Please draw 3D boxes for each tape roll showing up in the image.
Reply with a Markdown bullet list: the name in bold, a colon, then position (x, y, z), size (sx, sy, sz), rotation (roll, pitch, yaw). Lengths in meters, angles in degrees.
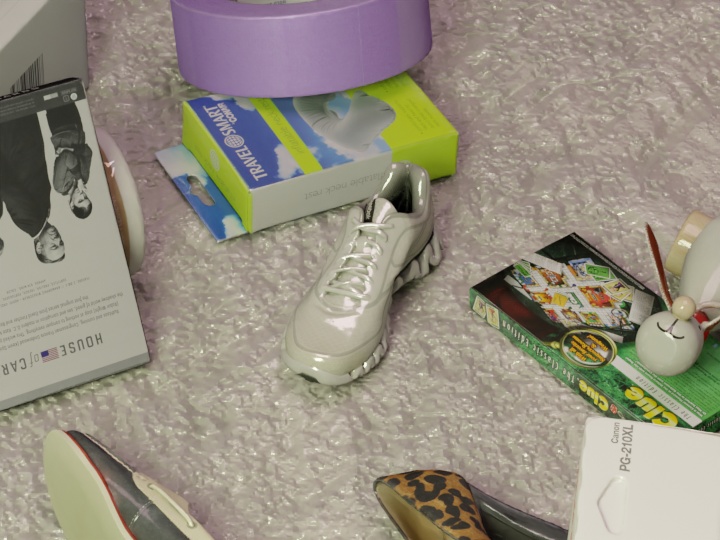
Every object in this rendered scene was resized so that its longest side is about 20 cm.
- **tape roll**: position (-0.046, -0.196, 1.932), size (0.199, 0.066, 0.200), rotation (-5, 22, 2)

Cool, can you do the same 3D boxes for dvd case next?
- **dvd case**: position (-0.232, -0.013, 1.667), size (0.150, 0.201, 0.025), rotation (-17, 13, -23)

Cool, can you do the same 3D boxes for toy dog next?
- **toy dog**: position (0.251, 0.000, 1.717), size (0.131, 0.097, 0.200), rotation (16, 27, -4)

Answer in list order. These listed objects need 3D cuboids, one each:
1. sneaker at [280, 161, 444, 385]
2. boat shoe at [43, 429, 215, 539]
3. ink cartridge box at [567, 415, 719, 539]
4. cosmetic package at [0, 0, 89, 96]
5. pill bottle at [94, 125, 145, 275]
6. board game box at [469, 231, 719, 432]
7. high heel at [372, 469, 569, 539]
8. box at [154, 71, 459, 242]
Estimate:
- **sneaker**: position (0.000, 0.000, 1.745), size (0.075, 0.081, 0.200), rotation (17, 44, 13)
- **boat shoe**: position (-0.129, 0.166, 1.551), size (0.062, 0.071, 0.200), rotation (-19, 47, -33)
- **ink cartridge box**: position (0.153, 0.205, 1.424), size (0.084, 0.201, 0.145), rotation (7, 41, 4)
- **cosmetic package**: position (-0.338, -0.162, 1.877), size (0.199, 0.123, 0.200), rotation (16, 42, 16)
- **pill bottle**: position (-0.258, -0.024, 1.729), size (0.199, 0.111, 0.111), rotation (-17, 45, -22)
- **board game box**: position (0.179, 0.050, 1.742), size (0.104, 0.024, 0.200), rotation (-24, 47, -31)
- **high heel**: position (0.048, 0.193, 1.524), size (0.142, 0.072, 0.200), rotation (20, 29, 12)
- **box**: position (-0.041, -0.096, 1.878), size (0.199, 0.048, 0.122), rotation (-17, 44, -23)
